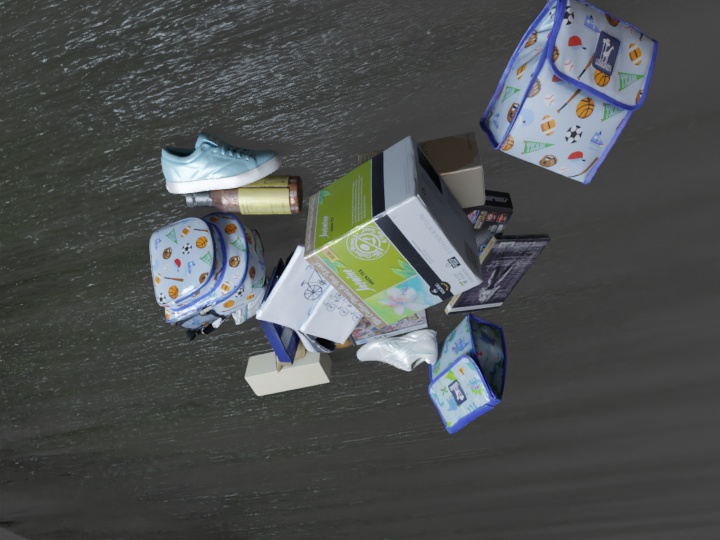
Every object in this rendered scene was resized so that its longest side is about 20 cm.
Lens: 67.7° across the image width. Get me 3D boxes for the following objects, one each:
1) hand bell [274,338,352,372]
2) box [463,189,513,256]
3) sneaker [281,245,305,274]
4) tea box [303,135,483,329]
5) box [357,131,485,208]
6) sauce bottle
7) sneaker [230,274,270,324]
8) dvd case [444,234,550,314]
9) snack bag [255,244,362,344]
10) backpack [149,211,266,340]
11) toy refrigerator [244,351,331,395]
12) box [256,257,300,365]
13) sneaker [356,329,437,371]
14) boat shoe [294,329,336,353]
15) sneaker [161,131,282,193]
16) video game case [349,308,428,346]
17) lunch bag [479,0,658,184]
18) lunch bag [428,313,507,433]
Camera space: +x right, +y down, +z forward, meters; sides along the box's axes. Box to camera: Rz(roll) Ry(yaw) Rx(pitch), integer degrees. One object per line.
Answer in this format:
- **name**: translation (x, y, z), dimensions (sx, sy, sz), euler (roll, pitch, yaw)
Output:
- **hand bell**: translation (-0.098, 0.165, 1.222), dimensions (0.193, 0.106, 0.106), euler (-6, 139, -11)
- **box**: translation (0.172, -0.061, 0.988), dimensions (0.154, 0.045, 0.203), euler (6, 137, -7)
- **sneaker**: translation (-0.094, 0.017, 1.075), dimensions (0.111, 0.077, 0.204), euler (12, 142, 13)
- **tea box**: translation (0.049, -0.047, 0.802), dimensions (0.193, 0.137, 0.200), euler (-26, 131, 26)
- **box**: translation (0.096, -0.147, 0.863), dimensions (0.193, 0.097, 0.079), euler (-10, 137, 9)
- **sauce bottle**: translation (-0.196, -0.129, 0.910), dimensions (0.192, 0.067, 0.067), euler (2, 138, 2)
- **sneaker**: translation (-0.214, 0.014, 1.072), dimensions (0.085, 0.075, 0.204), euler (-15, 139, -34)
- **dvd case**: translation (0.262, 0.009, 1.035), dimensions (0.144, 0.016, 0.203), euler (-4, 138, -31)
- **snack bag**: translation (-0.070, 0.049, 0.982), dimensions (0.195, 0.022, 0.190), euler (20, 122, -29)
- **backpack**: translation (-0.264, -0.009, 0.937), dimensions (0.185, 0.206, 0.154), euler (-19, 164, 6)
- **toy refrigerator**: translation (-0.172, 0.236, 1.296), dimensions (0.194, 0.071, 0.077), euler (-14, 129, 15)
- **box**: translation (-0.162, 0.084, 1.092), dimensions (0.031, 0.124, 0.203), euler (2, 138, 14)
- **sneaker**: translation (0.083, 0.189, 1.219), dimensions (0.194, 0.083, 0.070), euler (-13, 166, 18)
- **boat shoe**: translation (-0.102, 0.108, 1.101), dimensions (0.066, 0.073, 0.203), euler (6, 142, 27)
- **sneaker**: translation (-0.224, -0.179, 0.852), dimensions (0.193, 0.075, 0.084), euler (-11, 120, -2)
- **video game case**: translation (0.050, 0.090, 1.115), dimensions (0.175, 0.026, 0.202), euler (-14, 150, 4)
- **lunch bag**: translation (0.286, -0.247, 0.737), dimensions (0.165, 0.125, 0.204), euler (16, 122, -16)
- **lunch bag**: translation (0.236, 0.232, 1.185), dimensions (0.124, 0.205, 0.171), euler (19, 136, -20)
